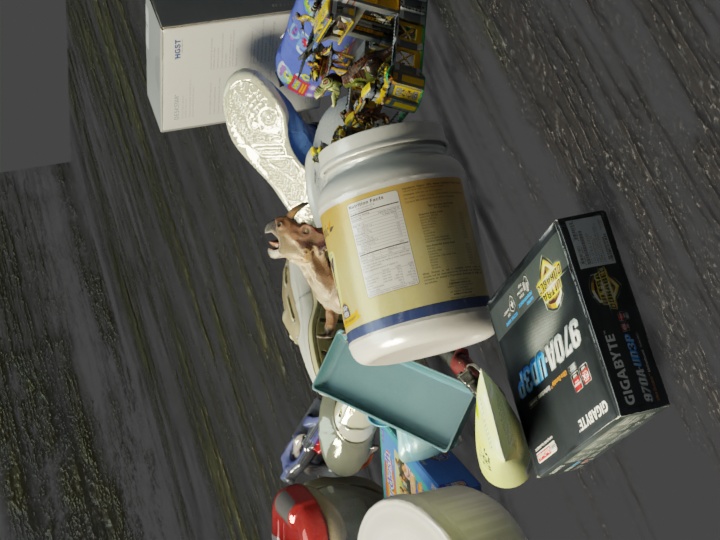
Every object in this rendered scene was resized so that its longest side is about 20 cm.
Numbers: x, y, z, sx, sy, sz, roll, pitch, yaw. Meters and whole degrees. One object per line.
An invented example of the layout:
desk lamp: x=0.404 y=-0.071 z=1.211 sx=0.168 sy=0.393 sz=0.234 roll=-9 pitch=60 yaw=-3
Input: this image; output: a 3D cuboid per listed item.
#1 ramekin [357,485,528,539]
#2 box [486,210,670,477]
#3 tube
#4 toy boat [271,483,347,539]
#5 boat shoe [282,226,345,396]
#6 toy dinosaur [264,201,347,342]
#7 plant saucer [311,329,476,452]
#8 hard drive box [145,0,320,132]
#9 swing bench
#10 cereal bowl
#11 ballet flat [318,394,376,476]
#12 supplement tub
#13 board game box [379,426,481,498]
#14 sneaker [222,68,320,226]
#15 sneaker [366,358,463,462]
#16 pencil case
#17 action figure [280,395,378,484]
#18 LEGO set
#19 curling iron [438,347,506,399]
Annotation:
ramekin: x=0.089 y=0.299 z=1.535 sx=0.202 sy=0.094 sz=0.204 roll=29 pitch=127 yaw=47
box: x=0.167 y=0.063 z=1.284 sx=0.200 sy=0.046 sz=0.160 roll=122 pitch=135 yaw=-67
tube: x=0.118 y=0.143 z=1.374 sx=0.058 sy=0.052 sz=0.200 roll=33 pitch=170 yaw=16
toy boat: x=-0.091 y=0.340 z=1.767 sx=0.130 sy=0.130 sz=0.202 roll=-148 pitch=57 yaw=-64
boat shoe: x=-0.044 y=0.054 z=1.767 sx=0.068 sy=0.074 sz=0.201 roll=-41 pitch=44 yaw=43
toy dinosaur: x=0.000 y=0.000 z=1.622 sx=0.085 sy=0.199 sz=0.137 roll=1 pitch=92 yaw=37
plant saucer: x=0.034 y=0.121 z=1.624 sx=0.199 sy=0.019 sz=0.070 roll=21 pitch=83 yaw=42
hard drive box: x=-0.145 y=-0.255 z=1.878 sx=0.157 sy=0.198 sz=0.077 roll=98 pitch=155 yaw=-46
swing bench: x=0.007 y=0.373 z=1.876 sx=0.200 sy=0.129 sz=0.201 roll=-116 pitch=30 yaw=-44
cereal bowl: x=-0.007 y=-0.088 z=1.720 sx=0.200 sy=0.083 sz=0.202 roll=169 pitch=90 yaw=-74
ballet flat: x=-0.003 y=0.126 z=1.778 sx=0.064 sy=0.067 sz=0.202 roll=155 pitch=126 yaw=-73
supplement tub: x=0.041 y=-0.024 z=1.488 sx=0.144 sy=0.143 sz=0.202 roll=138 pitch=121 yaw=-71
board game box: x=0.075 y=0.257 z=1.715 sx=0.200 sy=0.045 sz=0.153 roll=-136 pitch=39 yaw=-63
sneaker: x=-0.084 y=-0.154 z=1.845 sx=0.201 sy=0.076 sz=0.111 roll=55 pitch=-157 yaw=-17
sneaker: x=0.034 y=0.116 z=1.679 sx=0.201 sy=0.081 sz=0.074 roll=62 pitch=177 yaw=47
pencil case: x=-0.041 y=-0.266 z=1.727 sx=0.087 sy=0.078 sz=0.200 roll=41 pitch=152 yaw=9
action figure: x=-0.013 y=0.168 z=1.895 sx=0.201 sy=0.104 sz=0.194 roll=-55 pitch=18 yaw=7
LEGO set: x=-0.018 y=-0.191 z=1.544 sx=0.200 sy=0.115 sz=0.155 roll=143 pitch=138 yaw=-67
curling iron: x=0.094 y=0.084 z=1.573 sx=0.050 sy=0.026 sz=0.200 roll=46 pitch=-179 yaw=-24
